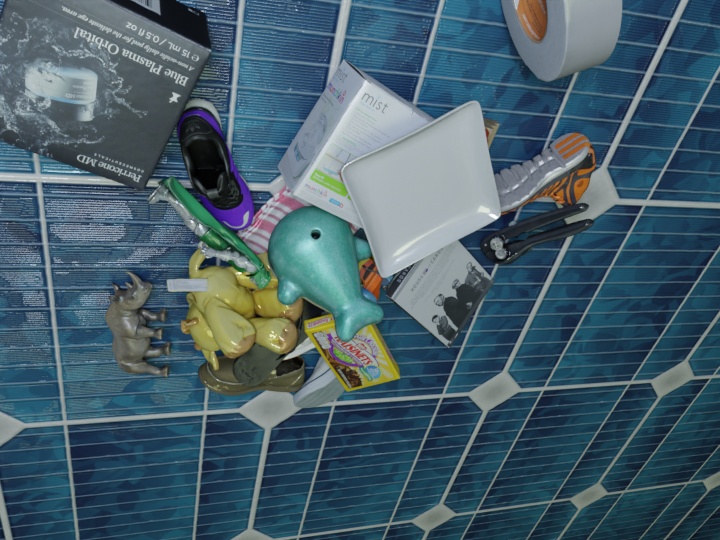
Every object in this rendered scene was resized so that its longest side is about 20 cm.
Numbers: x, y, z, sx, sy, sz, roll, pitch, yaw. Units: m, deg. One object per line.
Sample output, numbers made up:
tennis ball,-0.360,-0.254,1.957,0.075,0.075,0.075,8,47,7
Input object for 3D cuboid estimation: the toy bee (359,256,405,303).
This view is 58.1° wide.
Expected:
toy bee,0.000,0.000,1.032,0.109,0.131,0.200,36,137,3

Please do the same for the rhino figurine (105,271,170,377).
rhino figurine,-0.349,0.085,1.009,0.087,0.060,0.201,1,126,-6

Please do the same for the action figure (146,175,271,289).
action figure,-0.197,-0.044,0.881,0.200,0.118,0.055,42,85,-23

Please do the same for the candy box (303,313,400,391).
candy box,-0.009,0.132,1.062,0.102,0.027,0.200,-17,138,9

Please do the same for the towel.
towel,-0.085,-0.064,0.995,0.200,0.030,0.146,-41,130,17

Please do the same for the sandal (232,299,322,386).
sandal,-0.128,0.108,1.043,0.076,0.043,0.201,35,95,-11

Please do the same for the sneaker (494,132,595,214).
sneaker,0.289,-0.126,1.040,0.199,0.078,0.112,-28,141,17

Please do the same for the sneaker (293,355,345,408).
sneaker,-0.055,0.185,1.192,0.073,0.071,0.200,21,130,-39

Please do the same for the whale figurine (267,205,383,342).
whale figurine,-0.046,-0.002,0.910,0.159,0.200,0.104,-29,165,-18

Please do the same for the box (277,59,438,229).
box,0.020,-0.155,0.894,0.199,0.097,0.177,22,111,-33

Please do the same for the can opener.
can opener,0.286,-0.064,1.070,0.200,0.064,0.079,-28,-179,41

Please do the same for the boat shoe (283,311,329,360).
boat shoe,-0.103,0.100,1.108,0.199,0.071,0.070,-15,112,-15

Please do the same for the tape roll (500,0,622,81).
tape roll,0.226,-0.330,0.761,0.066,0.201,0.201,-19,133,-1

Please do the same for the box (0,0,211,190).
box,-0.299,-0.226,0.725,0.196,0.118,0.200,19,122,-31

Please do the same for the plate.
plate,0.085,-0.108,0.875,0.199,0.032,0.201,-27,132,-5

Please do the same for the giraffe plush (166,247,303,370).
giraffe plush,-0.201,0.069,0.974,0.199,0.173,0.162,15,147,-18

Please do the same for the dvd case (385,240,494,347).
dvd case,0.141,0.029,1.107,0.151,0.025,0.200,-54,132,-6

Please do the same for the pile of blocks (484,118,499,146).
pile of blocks,0.140,-0.143,0.983,0.082,0.062,0.200,28,116,-35

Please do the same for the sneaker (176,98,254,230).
sneaker,-0.194,-0.117,0.863,0.069,0.100,0.201,-18,132,-1

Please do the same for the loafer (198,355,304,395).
loafer,-0.184,0.170,1.135,0.199,0.076,0.068,4,127,-35
